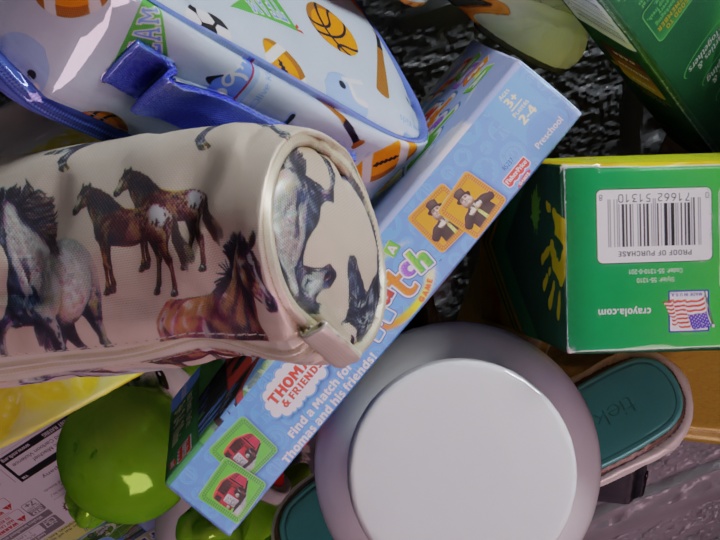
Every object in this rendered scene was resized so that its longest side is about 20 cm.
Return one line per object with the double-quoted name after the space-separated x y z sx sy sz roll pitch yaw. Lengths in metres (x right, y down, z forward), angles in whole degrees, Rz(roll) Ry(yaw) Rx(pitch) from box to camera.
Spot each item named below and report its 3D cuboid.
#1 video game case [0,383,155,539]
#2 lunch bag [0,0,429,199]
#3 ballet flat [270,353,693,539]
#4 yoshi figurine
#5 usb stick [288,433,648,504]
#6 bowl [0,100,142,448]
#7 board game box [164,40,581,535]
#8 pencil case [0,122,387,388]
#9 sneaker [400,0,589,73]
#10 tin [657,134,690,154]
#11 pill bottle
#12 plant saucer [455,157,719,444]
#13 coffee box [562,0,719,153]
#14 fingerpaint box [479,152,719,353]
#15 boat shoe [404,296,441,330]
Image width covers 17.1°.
-0.167 0.137 1.170 0.200 0.022 0.182 -33 141 6 "video game case"
-0.072 -0.093 0.856 0.076 0.160 0.200 -45 139 21 "lunch bag"
0.058 0.096 1.087 0.200 0.069 0.069 -23 141 0 "ballet flat"
-0.084 0.112 1.086 0.112 0.112 0.200 -12 125 7 "yoshi figurine"
0.039 0.085 1.151 0.200 0.033 0.055 5 153 4 "usb stick"
-0.130 -0.009 0.941 0.200 0.200 0.108 -27 98 1 "bowl"
0.000 0.000 0.934 0.037 0.151 0.200 40 94 -8 "board game box"
-0.090 0.003 0.791 0.200 0.090 0.078 -7 156 24 "pencil case"
0.042 -0.150 0.936 0.200 0.076 0.092 16 117 -51 "sneaker"
0.185 -0.025 1.173 0.112 0.042 0.200 -8 139 -27 "tin"
0.037 0.076 0.954 0.112 0.112 0.200 -26 177 0 "pill bottle"
0.150 0.028 1.114 0.200 0.049 0.200 6 150 -4 "plant saucer"
0.145 -0.128 0.977 0.123 0.044 0.200 -56 148 -2 "coffee box"
0.158 -0.010 0.938 0.200 0.167 0.073 -2 93 -8 "fingerpaint box"
0.000 -0.006 1.061 0.076 0.074 0.200 -26 141 -2 "boat shoe"
